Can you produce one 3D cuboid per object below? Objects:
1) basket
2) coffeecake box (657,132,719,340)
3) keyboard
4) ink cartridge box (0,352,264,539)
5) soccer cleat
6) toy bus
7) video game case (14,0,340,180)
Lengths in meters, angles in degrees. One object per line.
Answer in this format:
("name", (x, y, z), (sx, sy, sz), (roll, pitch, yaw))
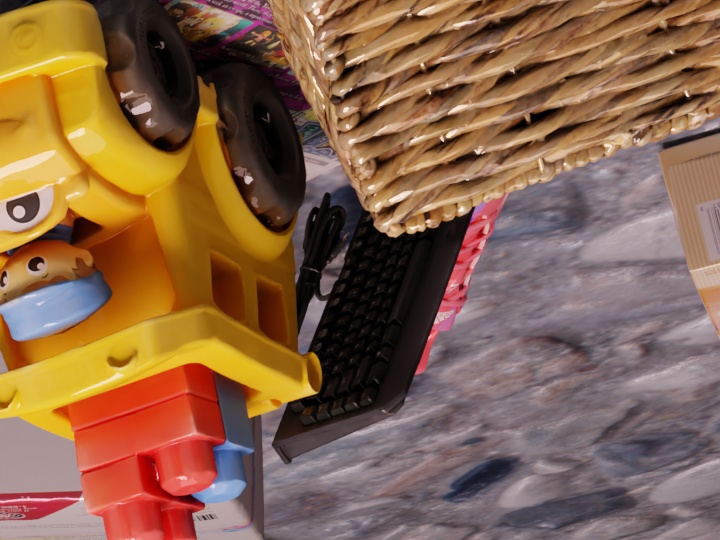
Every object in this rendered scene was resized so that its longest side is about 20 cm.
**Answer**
("basket", (0.061, -0.129, 0.907), (0.199, 0.149, 0.143), (-20, 119, -2))
("coffeecake box", (0.257, -0.023, 1.331), (0.153, 0.074, 0.200), (-16, 160, 10))
("keyboard", (0.000, 0.000, 1.060), (0.021, 0.201, 0.127), (41, 136, -22))
("ink cartridge box", (-0.126, 0.057, 1.188), (0.144, 0.146, 0.200), (-2, 166, 1))
("soccer cleat", (0.041, -0.012, 1.236), (0.066, 0.077, 0.200), (-5, 160, -16))
("toy bus", (-0.101, 0.011, 0.948), (0.135, 0.193, 0.200), (-17, 158, 20))
("video game case", (-0.056, -0.087, 1.039), (0.181, 0.036, 0.199), (-25, 156, 34))
